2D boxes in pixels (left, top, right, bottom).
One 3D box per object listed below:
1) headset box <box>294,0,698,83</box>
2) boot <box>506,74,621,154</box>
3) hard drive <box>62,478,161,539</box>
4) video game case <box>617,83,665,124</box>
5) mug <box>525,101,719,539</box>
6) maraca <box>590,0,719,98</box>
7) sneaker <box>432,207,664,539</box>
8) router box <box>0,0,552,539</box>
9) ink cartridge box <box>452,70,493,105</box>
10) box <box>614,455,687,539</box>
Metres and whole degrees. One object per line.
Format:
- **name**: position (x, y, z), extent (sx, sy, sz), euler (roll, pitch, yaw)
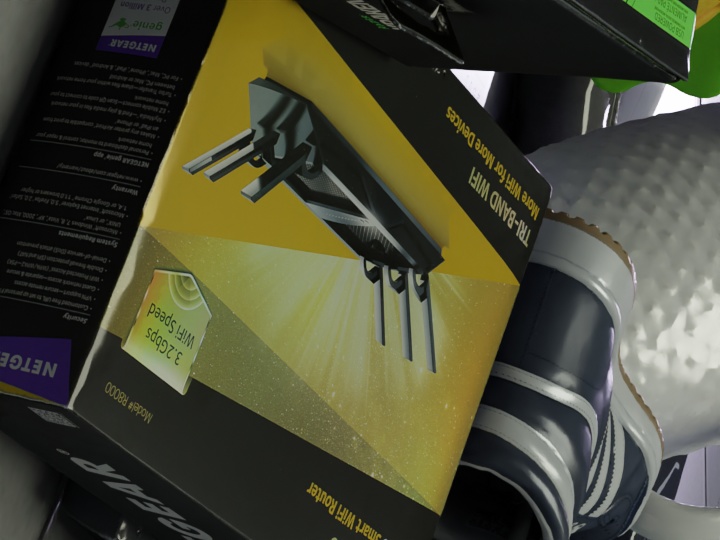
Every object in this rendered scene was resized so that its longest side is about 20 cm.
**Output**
- **headset box**: position (0.024, -0.154, 0.726), extent (0.174, 0.092, 0.201), euler (25, 73, -58)
- **boot**: position (0.092, -0.072, 1.337), extent (0.182, 0.072, 0.201), euler (-43, 153, -67)
- **hard drive**: position (-0.021, 0.023, 0.929), extent (0.201, 0.042, 0.135), euler (-64, 144, -19)
- **video game case**: position (0.151, -0.111, 1.517), extent (0.200, 0.024, 0.182), euler (109, 3, -57)
- **mug**: position (0.117, 0.033, 1.227), extent (0.175, 0.200, 0.148), euler (-14, 148, -33)
- **maraca**: position (0.093, -0.126, 1.033), extent (0.200, 0.137, 0.107), euler (38, 47, -37)
- **sneaker**: position (0.056, 0.073, 0.979), extent (0.200, 0.070, 0.109), euler (76, 31, -58)
- **router box**: position (-0.026, 0.000, 0.820), extent (0.200, 0.052, 0.158), euler (42, 63, -54)
- **ink cartridge box**: position (0.000, 0.000, 1.081), extent (0.200, 0.040, 0.200), euler (42, 65, -76)
- **box**: position (0.109, 0.138, 1.563), extent (0.148, 0.104, 0.201), euler (25, 82, -77)
